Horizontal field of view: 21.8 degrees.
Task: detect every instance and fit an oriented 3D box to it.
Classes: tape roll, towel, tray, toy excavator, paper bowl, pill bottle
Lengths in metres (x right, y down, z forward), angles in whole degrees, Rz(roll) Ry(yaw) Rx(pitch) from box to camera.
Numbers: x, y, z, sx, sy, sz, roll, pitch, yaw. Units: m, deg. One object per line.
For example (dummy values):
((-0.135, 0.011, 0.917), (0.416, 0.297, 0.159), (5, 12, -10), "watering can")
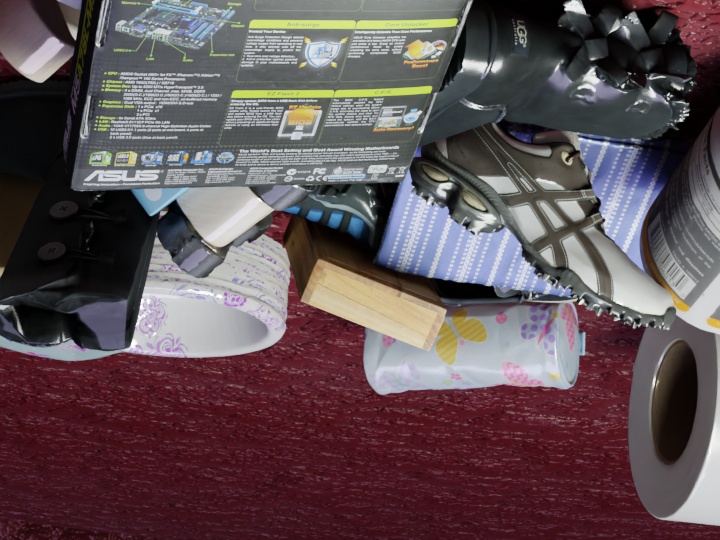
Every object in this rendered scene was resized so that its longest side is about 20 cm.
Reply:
((0.329, 0.119, 1.602), (0.138, 0.205, 0.203), (7, 163, -11), "tape roll")
((0.120, -0.046, 1.285), (0.198, 0.024, 0.146), (8, 128, -11), "towel")
((0.000, 0.000, 1.370), (0.098, 0.037, 0.200), (22, -171, -10), "tray")
((-0.122, -0.101, 1.142), (0.100, 0.201, 0.194), (-37, -178, 25), "toy excavator")
((-0.153, -0.005, 1.457), (0.199, 0.105, 0.201), (4, 163, 1), "paper bowl")
((0.258, -0.050, 1.167), (0.115, 0.117, 0.200), (7, 151, -11), "pill bottle")

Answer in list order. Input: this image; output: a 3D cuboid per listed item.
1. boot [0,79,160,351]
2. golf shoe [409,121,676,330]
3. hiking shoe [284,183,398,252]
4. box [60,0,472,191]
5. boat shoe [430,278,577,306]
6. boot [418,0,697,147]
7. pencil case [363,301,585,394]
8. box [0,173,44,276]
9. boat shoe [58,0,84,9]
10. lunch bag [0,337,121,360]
((-0.204, -0.034, 1.196), (0.163, 0.201, 0.066), (-6, 138, 15), "boot")
((0.131, -0.039, 1.196), (0.199, 0.095, 0.078), (34, -178, -1), "golf shoe")
((-0.014, -0.063, 1.323), (0.086, 0.075, 0.200), (9, 164, 38), "hiking shoe")
((-0.049, -0.119, 0.984), (0.198, 0.048, 0.194), (-3, 142, -18), "box")
((0.123, -0.009, 1.421), (0.199, 0.075, 0.062), (-10, 178, 37), "boat shoe")
((0.093, -0.109, 1.128), (0.161, 0.074, 0.198), (5, 166, -25), "boot")
((0.100, 0.069, 1.689), (0.198, 0.084, 0.091), (-3, 161, 21), "pencil case")
((-0.243, -0.046, 1.272), (0.198, 0.164, 0.021), (2, 129, 5), "box")
((-0.104, -0.170, 0.985), (0.199, 0.071, 0.070), (19, 131, -32), "boat shoe")
((-0.275, 0.019, 1.613), (0.160, 0.078, 0.199), (-11, 158, 41), "lunch bag")
